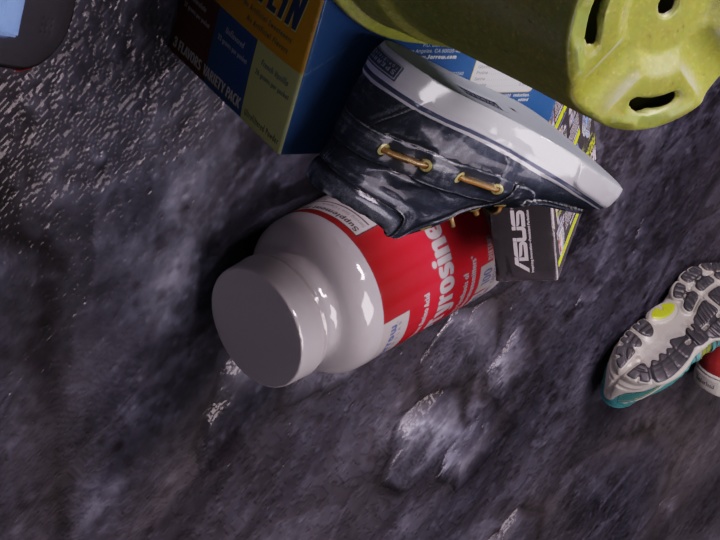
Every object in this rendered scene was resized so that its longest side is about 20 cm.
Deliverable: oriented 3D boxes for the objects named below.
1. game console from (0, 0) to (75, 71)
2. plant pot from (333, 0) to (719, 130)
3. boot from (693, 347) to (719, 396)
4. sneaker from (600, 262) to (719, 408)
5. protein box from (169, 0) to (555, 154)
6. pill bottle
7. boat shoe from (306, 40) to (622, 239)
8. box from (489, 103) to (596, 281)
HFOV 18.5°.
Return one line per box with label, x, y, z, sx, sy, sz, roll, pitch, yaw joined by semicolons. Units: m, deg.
game console;-0.197;-0.191;1.077;0.200;0.031;0.177;1;109;-58
plant pot;0.104;-0.168;1.119;0.200;0.184;0.201;-21;131;-25
boot;0.415;0.035;2.161;0.200;0.072;0.145;-16;130;-44
sneaker;0.290;0.058;2.019;0.200;0.078;0.080;-30;160;-30
protein box;0.024;-0.188;1.277;0.198;0.135;0.201;-4;123;-36
pill bottle;0.000;0.000;1.485;0.200;0.112;0.113;-29;140;-39
boat shoe;0.058;-0.056;1.261;0.200;0.071;0.091;23;107;-39
box;0.122;-0.105;1.498;0.200;0.044;0.161;-61;148;-62
